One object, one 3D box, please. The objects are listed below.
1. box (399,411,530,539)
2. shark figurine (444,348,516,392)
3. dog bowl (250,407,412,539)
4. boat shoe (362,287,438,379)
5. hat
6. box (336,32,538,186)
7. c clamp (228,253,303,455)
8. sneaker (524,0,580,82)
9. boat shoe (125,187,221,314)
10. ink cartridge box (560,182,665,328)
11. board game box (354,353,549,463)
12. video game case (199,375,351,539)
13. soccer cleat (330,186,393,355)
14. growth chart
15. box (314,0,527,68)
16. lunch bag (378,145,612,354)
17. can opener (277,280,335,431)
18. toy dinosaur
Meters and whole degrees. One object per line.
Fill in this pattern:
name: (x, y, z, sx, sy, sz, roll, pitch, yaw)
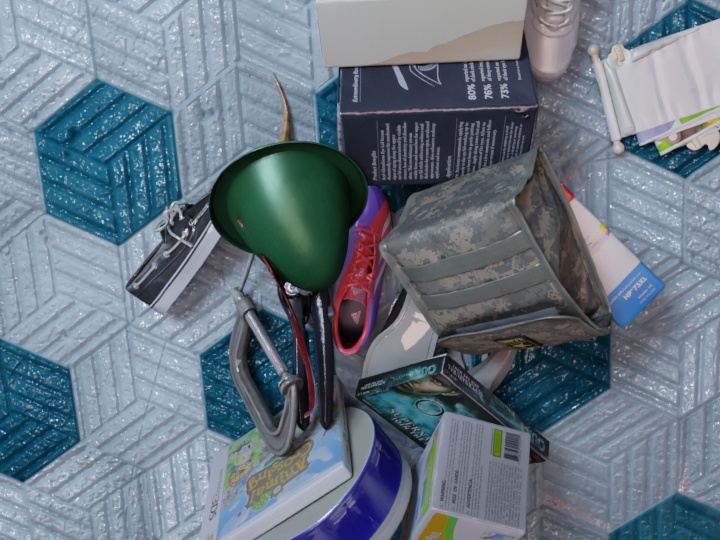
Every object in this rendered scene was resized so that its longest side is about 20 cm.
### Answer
box: (0.113, 0.265, 0.834, 0.099, 0.114, 0.201, 14, 144, 0)
shark figurine: (0.146, 0.120, 0.866, 0.128, 0.090, 0.215, 39, 103, -7)
dog bowl: (-0.042, 0.258, 0.839, 0.198, 0.201, 0.079, -35, 110, 9)
boat shoe: (0.062, 0.064, 0.870, 0.073, 0.060, 0.203, 23, 105, 5)
hat: (-0.050, 0.004, 0.713, 0.163, 0.179, 0.200, -26, 144, 16)
box: (0.075, -0.179, 0.762, 0.195, 0.150, 0.105, -1, 144, 4)
c clamp: (-0.115, 0.102, 0.840, 0.027, 0.201, 0.173, -5, 136, -35)
sneaker: (0.203, -0.304, 0.767, 0.076, 0.099, 0.205, 1, 102, 3)
boat shoe: (-0.207, -0.043, 0.854, 0.068, 0.074, 0.200, 32, 111, -19)
ink cartridge box: (0.231, -0.039, 0.812, 0.200, 0.116, 0.067, 43, 101, -7)
board game box: (0.107, 0.172, 0.838, 0.134, 0.029, 0.199, -24, 127, 41)
video game case: (-0.100, 0.226, 0.850, 0.198, 0.183, 0.022, -34, 112, 9)
soccer cleat: (0.000, 0.000, 0.853, 0.067, 0.073, 0.204, 8, 102, 1)
growth chart: (0.365, -0.204, 0.823, 0.196, 0.018, 0.148, -13, 101, 5)
box: (0.057, -0.261, 0.709, 0.195, 0.096, 0.078, -1, 144, 4)
lunch bag: (0.141, 0.007, 0.731, 0.162, 0.118, 0.201, -16, 119, 40)
can opener: (-0.055, 0.079, 0.835, 0.062, 0.079, 0.204, -12, 74, 13)
toy dinosaur: (-0.095, -0.113, 0.832, 0.059, 0.107, 0.203, 8, 59, 15)
